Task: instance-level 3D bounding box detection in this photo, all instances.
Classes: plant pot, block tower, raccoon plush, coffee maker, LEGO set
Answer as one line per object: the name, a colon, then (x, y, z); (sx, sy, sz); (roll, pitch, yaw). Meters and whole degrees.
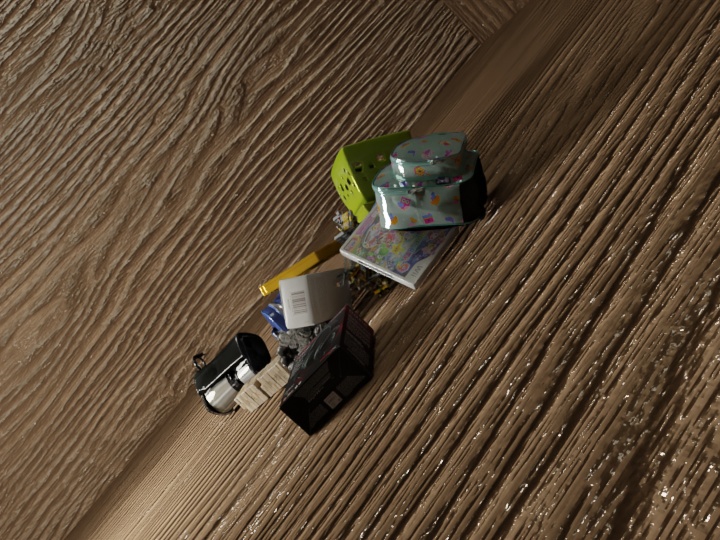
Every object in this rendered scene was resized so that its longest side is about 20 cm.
plant pot: (0.047, -0.226, 1.615); (0.194, 0.186, 0.200); (-17, -7, -14)
block tower: (-0.220, 0.264, 1.459); (0.199, 0.054, 0.058); (-41, 12, 37)
raccoon plush: (-0.093, 0.155, 1.346); (0.194, 0.100, 0.134); (-12, 5, 16)
coffee maker: (-0.355, 0.260, 1.675); (0.199, 0.193, 0.134); (-42, -6, 19)
LEGO set: (0.014, -0.062, 1.260); (0.152, 0.115, 0.205); (-23, 52, 38)

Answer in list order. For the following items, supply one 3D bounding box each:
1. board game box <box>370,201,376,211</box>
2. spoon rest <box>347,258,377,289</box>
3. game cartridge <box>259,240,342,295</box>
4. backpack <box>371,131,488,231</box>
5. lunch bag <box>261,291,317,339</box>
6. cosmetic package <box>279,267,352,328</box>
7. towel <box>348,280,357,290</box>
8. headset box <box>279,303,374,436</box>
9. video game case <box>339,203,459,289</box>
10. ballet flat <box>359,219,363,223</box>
board game box: (0.093, -0.187, 1.381); (0.200, 0.039, 0.160); (-42, 14, 53)
spoon rest: (0.000, 0.000, 1.407); (0.059, 0.102, 0.199); (-17, 9, -15)
game cartridge: (-0.121, -0.014, 1.397); (0.174, 0.033, 0.199); (-31, 0, 24)
backpack: (0.116, -0.155, 1.102); (0.195, 0.157, 0.177); (-12, 25, 22)
lunch bag: (-0.164, 0.119, 1.520); (0.133, 0.136, 0.200); (-47, 9, -10)
cosmetic package: (-0.090, 0.055, 1.309); (0.072, 0.105, 0.199); (-9, 0, 21)
towel: (0.057, -0.059, 1.547); (0.190, 0.032, 0.201); (-40, 12, 44)
headset box: (-0.051, 0.158, 1.046); (0.149, 0.077, 0.201); (-46, 11, 15)
video game case: (0.070, -0.056, 1.163); (0.197, 0.018, 0.144); (25, 67, 39)
ballet flat: (0.025, -0.099, 1.569); (0.073, 0.072, 0.199); (-52, 12, -26)
